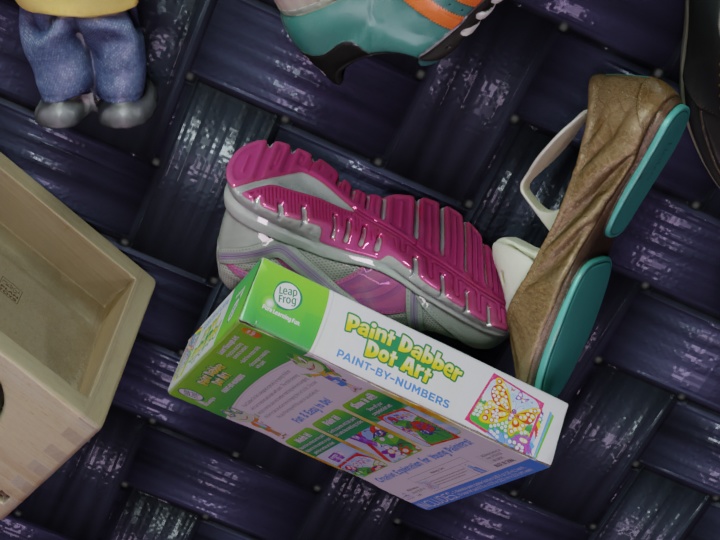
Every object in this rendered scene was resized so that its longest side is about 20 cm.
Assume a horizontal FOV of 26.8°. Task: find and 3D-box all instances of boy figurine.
[{"bbox_3d":[-0.162,-0.177,0.824,0.123,0.065,0.202,-1,121,7],"label":"boy figurine"}]

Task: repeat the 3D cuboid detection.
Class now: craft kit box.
[{"bbox_3d":[-0.004,0.077,0.911,0.196,0.049,0.200,23,158,-12],"label":"craft kit box"}]

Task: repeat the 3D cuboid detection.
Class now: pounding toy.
[{"bbox_3d":[-0.251,0.044,0.887,0.184,0.201,0.142,40,118,-18],"label":"pounding toy"}]

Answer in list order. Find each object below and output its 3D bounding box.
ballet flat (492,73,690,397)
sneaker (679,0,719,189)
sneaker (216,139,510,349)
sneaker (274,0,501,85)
[{"bbox_3d":[0.119,-0.023,0.876,0.072,0.068,0.202,29,108,25],"label":"ballet flat"},{"bbox_3d":[0.209,-0.101,0.807,0.074,0.107,0.202,-10,120,12],"label":"sneaker"},{"bbox_3d":[0.000,0.000,0.913,0.198,0.082,0.089,25,128,-6],"label":"sneaker"},{"bbox_3d":[0.051,-0.162,0.812,0.198,0.072,0.080,-17,123,21],"label":"sneaker"}]
